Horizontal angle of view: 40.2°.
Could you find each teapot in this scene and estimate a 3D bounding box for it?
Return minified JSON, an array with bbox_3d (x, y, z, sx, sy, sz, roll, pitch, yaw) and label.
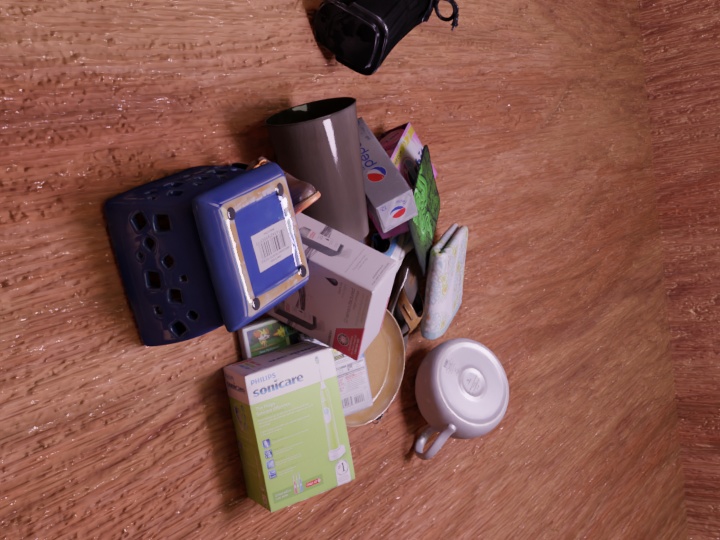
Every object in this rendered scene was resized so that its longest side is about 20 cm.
[{"bbox_3d":[0.174,0.236,1.861,0.197,0.146,0.201,-8,72,-33],"label":"teapot"}]

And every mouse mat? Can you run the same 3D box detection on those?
[{"bbox_3d":[0.114,-0.103,1.742,0.201,0.007,0.164,66,34,-58],"label":"mouse mat"}]

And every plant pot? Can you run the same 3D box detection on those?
[{"bbox_3d":[-0.010,0.147,1.579,0.197,0.027,0.205,-3,95,-40],"label":"plant pot"},{"bbox_3d":[-0.184,-0.029,1.278,0.199,0.177,0.204,-33,114,-53],"label":"plant pot"}]

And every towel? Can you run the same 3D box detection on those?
[{"bbox_3d":[0.160,0.017,1.881,0.200,0.047,0.175,-48,143,-63],"label":"towel"}]

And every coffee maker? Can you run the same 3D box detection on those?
[{"bbox_3d":[0.044,-0.434,1.664,0.201,0.189,0.136,-55,148,-41],"label":"coffee maker"}]

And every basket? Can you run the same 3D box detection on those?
[{"bbox_3d":[-0.058,-0.145,1.502,0.180,0.133,0.204,-45,129,-61],"label":"basket"}]

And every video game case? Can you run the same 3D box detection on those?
[{"bbox_3d":[-0.080,0.148,1.493,0.197,0.022,0.186,-16,102,-29],"label":"video game case"}]

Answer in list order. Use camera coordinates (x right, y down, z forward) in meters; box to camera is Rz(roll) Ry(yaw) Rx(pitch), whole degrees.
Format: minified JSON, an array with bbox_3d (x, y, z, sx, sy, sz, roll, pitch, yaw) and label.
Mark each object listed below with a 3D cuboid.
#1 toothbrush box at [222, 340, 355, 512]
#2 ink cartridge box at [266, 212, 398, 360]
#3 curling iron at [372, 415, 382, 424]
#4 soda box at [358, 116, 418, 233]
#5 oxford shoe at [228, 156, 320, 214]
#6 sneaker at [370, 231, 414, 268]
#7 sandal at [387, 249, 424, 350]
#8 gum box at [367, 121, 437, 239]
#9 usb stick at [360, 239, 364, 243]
[{"bbox_3d":[-0.102,0.222,1.422,0.143,0.086,0.204,-16,103,-29],"label":"toothbrush box"},{"bbox_3d":[-0.060,0.016,1.414,0.085,0.198,0.147,-47,159,-44],"label":"ink cartridge box"},{"bbox_3d":[0.007,0.170,1.699,0.049,0.025,0.204,-32,115,-47],"label":"curling iron"},{"bbox_3d":[0.018,-0.157,1.599,0.201,0.067,0.064,59,-7,39],"label":"soda box"},{"bbox_3d":[-0.129,-0.115,1.368,0.071,0.198,0.074,-38,117,-29],"label":"oxford shoe"},{"bbox_3d":[0.061,-0.056,1.770,0.073,0.071,0.201,59,36,-18],"label":"sneaker"},{"bbox_3d":[0.092,0.062,1.795,0.081,0.054,0.204,21,84,-56],"label":"sandal"},{"bbox_3d":[0.062,-0.158,1.741,0.114,0.065,0.201,58,34,-24],"label":"gum box"},{"bbox_3d":[0.000,0.000,1.677,0.056,0.032,0.204,-66,148,-65],"label":"usb stick"}]
